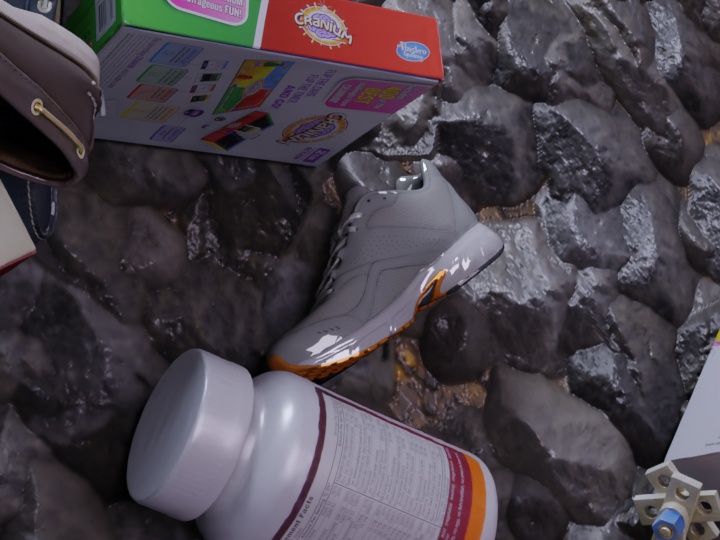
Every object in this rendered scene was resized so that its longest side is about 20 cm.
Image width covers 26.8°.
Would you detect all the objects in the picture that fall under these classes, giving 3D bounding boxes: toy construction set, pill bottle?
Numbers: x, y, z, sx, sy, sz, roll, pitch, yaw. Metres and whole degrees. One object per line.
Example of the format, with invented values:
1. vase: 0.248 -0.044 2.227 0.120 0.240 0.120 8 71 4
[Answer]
1. toy construction set: 0.185 0.227 1.000 0.131 0.092 0.200 41 53 7
2. pill bottle: -0.027 0.124 0.873 0.199 0.109 0.110 26 66 -24

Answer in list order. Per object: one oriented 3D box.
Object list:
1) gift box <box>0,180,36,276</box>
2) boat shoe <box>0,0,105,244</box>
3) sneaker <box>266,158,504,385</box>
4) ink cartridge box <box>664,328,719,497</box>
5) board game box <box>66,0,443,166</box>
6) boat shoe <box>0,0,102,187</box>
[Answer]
1. gift box: -0.273 -0.050 0.716 0.184 0.199 0.188 -29 93 -39
2. boat shoe: -0.165 -0.098 0.769 0.061 0.202 0.075 2 30 -2
3. sneaker: 0.000 0.000 0.952 0.200 0.076 0.092 -36 90 -41
4. ink cartridge box: 0.348 0.091 1.094 0.146 0.146 0.201 40 61 -17
5. board game box: -0.075 -0.114 0.877 0.198 0.153 0.041 5 71 -31
6. boat shoe: -0.191 -0.093 0.641 0.199 0.071 0.060 26 51 -48
